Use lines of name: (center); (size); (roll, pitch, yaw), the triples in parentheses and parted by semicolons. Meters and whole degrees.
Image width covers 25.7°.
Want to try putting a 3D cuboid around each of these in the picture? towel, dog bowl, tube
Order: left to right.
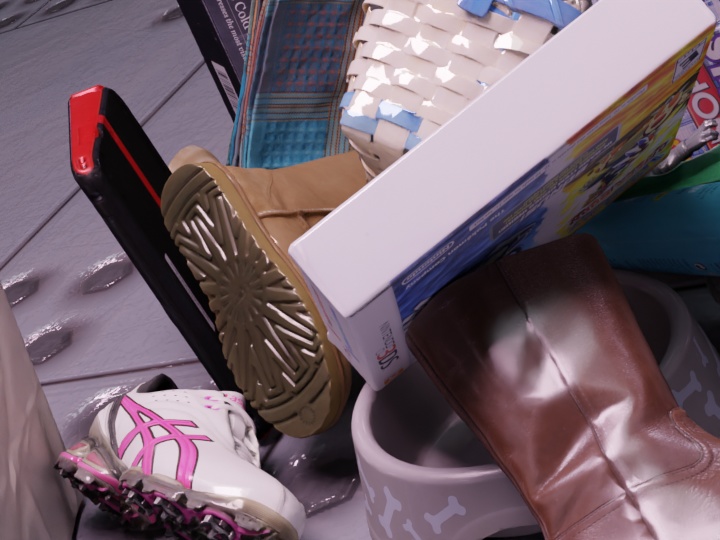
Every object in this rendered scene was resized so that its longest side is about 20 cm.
towel: (0.008, -0.135, 1.080); (0.199, 0.147, 0.022); (-4, 26, -32)
dog bowl: (0.086, 0.069, 0.780); (0.199, 0.059, 0.200); (-20, 25, 10)
tube: (0.152, -0.019, 0.815); (0.077, 0.051, 0.200); (3, -3, -34)

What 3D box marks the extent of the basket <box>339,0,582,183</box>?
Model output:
basket: (0.074, -0.131, 0.868); (0.138, 0.201, 0.176); (18, -6, 12)

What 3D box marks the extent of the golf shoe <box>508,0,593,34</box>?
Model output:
golf shoe: (0.145, -0.141, 1.003); (0.097, 0.201, 0.078); (4, -4, -37)

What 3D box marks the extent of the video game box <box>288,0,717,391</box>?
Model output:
video game box: (0.065, -0.034, 0.723); (0.200, 0.047, 0.182); (-39, -11, -5)

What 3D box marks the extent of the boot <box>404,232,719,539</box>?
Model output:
boot: (0.134, 0.047, 0.657); (0.186, 0.064, 0.201); (-27, 56, -2)

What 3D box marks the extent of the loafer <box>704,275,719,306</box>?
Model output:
loafer: (0.247, 0.017, 0.752); (0.200, 0.063, 0.072); (16, 78, 61)

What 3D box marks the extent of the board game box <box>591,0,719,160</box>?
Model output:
board game box: (0.213, -0.104, 0.903); (0.199, 0.201, 0.062); (-20, 18, 46)

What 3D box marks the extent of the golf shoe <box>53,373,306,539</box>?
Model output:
golf shoe: (-0.088, 0.098, 0.841); (0.200, 0.073, 0.092); (12, 58, 52)

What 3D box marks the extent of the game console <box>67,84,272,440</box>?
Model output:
game console: (-0.116, -0.009, 0.952); (0.031, 0.200, 0.177); (-29, 24, 6)

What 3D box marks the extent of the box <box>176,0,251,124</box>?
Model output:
box: (-0.022, -0.180, 1.217); (0.182, 0.201, 0.104); (-30, 23, -11)

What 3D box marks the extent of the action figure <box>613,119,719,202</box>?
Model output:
action figure: (0.198, -0.039, 0.862); (0.199, 0.118, 0.055); (-13, 43, 49)

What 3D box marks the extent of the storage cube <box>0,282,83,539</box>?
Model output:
storage cube: (-0.267, 0.120, 0.842); (0.179, 0.201, 0.171); (-15, 24, 5)

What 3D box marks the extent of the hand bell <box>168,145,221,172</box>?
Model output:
hand bell: (-0.030, -0.036, 1.099); (0.199, 0.105, 0.104); (1, 32, 22)

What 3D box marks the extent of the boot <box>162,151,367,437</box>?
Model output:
boot: (0.000, 0.000, 0.916); (0.199, 0.176, 0.066); (-7, -25, -49)
